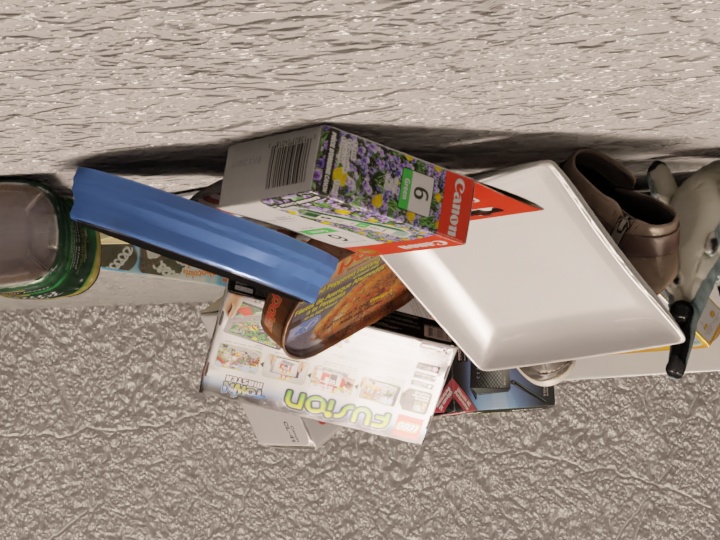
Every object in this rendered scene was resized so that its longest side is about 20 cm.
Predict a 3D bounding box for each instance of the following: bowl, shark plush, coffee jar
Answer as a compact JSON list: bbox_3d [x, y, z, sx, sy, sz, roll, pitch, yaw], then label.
[{"bbox_3d":[-0.117,-0.023,1.495,0.200,0.039,0.201,20,177,1],"label":"bowl"},{"bbox_3d":[0.277,-0.009,1.607,0.091,0.200,0.083,-17,138,32],"label":"shark plush"},{"bbox_3d":[-0.265,-0.021,1.624,0.104,0.085,0.200,-3,177,3],"label":"coffee jar"}]

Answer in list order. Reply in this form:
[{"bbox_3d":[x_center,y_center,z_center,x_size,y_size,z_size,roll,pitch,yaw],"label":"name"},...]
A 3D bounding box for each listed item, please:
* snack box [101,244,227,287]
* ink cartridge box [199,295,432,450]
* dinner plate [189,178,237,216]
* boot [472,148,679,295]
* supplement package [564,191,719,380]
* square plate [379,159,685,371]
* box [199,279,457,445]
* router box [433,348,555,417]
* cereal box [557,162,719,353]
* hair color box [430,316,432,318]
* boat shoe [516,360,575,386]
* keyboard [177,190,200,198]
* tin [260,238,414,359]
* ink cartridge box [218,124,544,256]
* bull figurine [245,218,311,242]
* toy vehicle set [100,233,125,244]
[{"bbox_3d":[-0.144,-0.011,1.981,0.200,0.037,0.116,8,-173,36],"label":"snack box"},{"bbox_3d":[-0.028,0.050,1.881,0.200,0.148,0.086,-35,-161,-35],"label":"ink cartridge box"},{"bbox_3d":[-0.032,-0.064,1.554,0.200,0.024,0.200,-4,173,0],"label":"dinner plate"},{"bbox_3d":[0.149,-0.038,1.579,0.200,0.070,0.146,26,141,8],"label":"boot"},{"bbox_3d":[0.265,0.009,1.860,0.200,0.152,0.151,-5,-174,22],"label":"supplement package"},{"bbox_3d":[0.117,-0.005,1.550,0.200,0.028,0.198,-11,132,41],"label":"square plate"},{"bbox_3d":[-0.028,0.075,1.754,0.200,0.110,0.035,14,-148,-7],"label":"box"},{"bbox_3d":[0.114,0.041,2.015,0.062,0.200,0.150,-7,175,44],"label":"router box"},{"bbox_3d":[0.186,-0.007,1.700,0.200,0.040,0.144,42,154,-23],"label":"cereal box"},{"bbox_3d":[0.147,-0.011,1.957,0.064,0.111,0.200,-6,177,39],"label":"hair color box"},{"bbox_3d":[0.107,0.020,1.737,0.067,0.200,0.057,-39,141,-13],"label":"boat shoe"},{"bbox_3d":[-0.097,-0.063,1.696,0.056,0.011,0.200,0,175,-42],"label":"keyboard"},{"bbox_3d":[0.000,0.000,1.675,0.200,0.042,0.112,-28,152,-38],"label":"tin"},{"bbox_3d":[0.016,-0.043,1.415,0.200,0.050,0.109,18,165,-35],"label":"ink cartridge box"},{"bbox_3d":[-0.042,-0.033,1.775,0.200,0.065,0.121,-3,174,-27],"label":"bull figurine"},{"bbox_3d":[-0.140,-0.043,1.866,0.200,0.027,0.124,-1,176,-32],"label":"toy vehicle set"}]
